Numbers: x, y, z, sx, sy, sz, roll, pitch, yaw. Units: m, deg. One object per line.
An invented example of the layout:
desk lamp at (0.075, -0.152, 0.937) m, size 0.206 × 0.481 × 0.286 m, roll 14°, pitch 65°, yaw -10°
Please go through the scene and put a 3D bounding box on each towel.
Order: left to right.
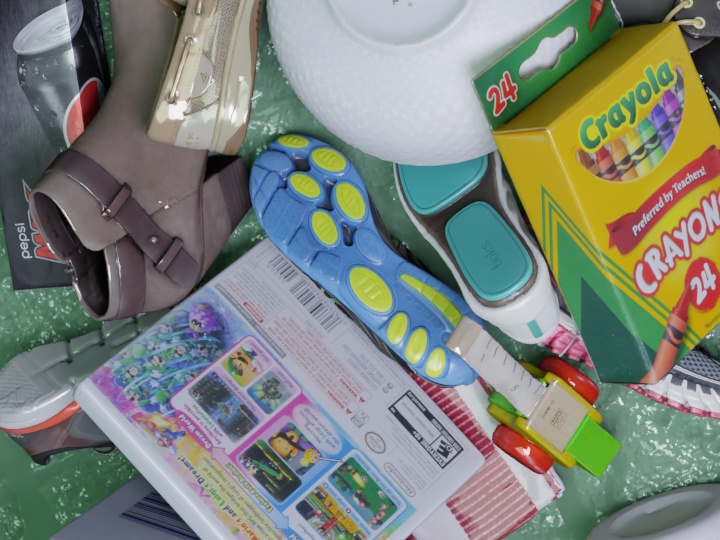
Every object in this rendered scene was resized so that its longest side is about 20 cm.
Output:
towel at (0.015, 0.136, 1.555) m, size 0.199 × 0.023 × 0.144 m, roll -35°, pitch 92°, yaw 17°

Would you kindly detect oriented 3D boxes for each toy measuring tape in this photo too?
toy measuring tape at (0.092, 0.071, 1.458) m, size 0.073 × 0.074 × 0.200 m, roll -31°, pitch 139°, yaw 18°

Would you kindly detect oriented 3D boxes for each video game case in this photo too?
video game case at (-0.047, 0.096, 1.471) m, size 0.200 × 0.182 × 0.024 m, roll 47°, pitch 144°, yaw 6°

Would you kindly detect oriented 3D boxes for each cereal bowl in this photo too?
cereal bowl at (0.033, -0.166, 1.411) m, size 0.198 × 0.083 × 0.202 m, roll -2°, pitch 81°, yaw 16°

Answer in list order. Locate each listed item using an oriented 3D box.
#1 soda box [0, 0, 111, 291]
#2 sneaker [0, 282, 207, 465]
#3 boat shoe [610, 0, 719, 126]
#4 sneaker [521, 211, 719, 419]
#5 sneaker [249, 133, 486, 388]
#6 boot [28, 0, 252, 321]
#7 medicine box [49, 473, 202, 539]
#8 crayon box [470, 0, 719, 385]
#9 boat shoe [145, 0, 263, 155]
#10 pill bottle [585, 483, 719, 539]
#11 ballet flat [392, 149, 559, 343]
soda box at (-0.194, -0.092, 1.525) m, size 0.070 × 0.063 × 0.202 m, roll -5°, pitch 103°, yaw 14°
sneaker at (-0.139, 0.072, 1.561) m, size 0.199 × 0.077 × 0.082 m, roll -17°, pitch 131°, yaw 10°
boat shoe at (0.199, -0.131, 1.425) m, size 0.072 × 0.061 × 0.202 m, roll -36°, pitch 93°, yaw 18°
sneaker at (0.168, 0.033, 1.464) m, size 0.199 × 0.081 × 0.075 m, roll 26°, pitch 92°, yaw 3°
sneaker at (0.001, 0.000, 1.495) m, size 0.071 × 0.083 × 0.200 m, roll -40°, pitch 77°, yaw -12°
boot at (-0.145, -0.074, 1.472) m, size 0.070 × 0.146 × 0.201 m, roll -13°, pitch 106°, yaw 48°
medicine box at (-0.118, 0.238, 1.509) m, size 0.102 × 0.182 × 0.201 m, roll 16°, pitch 113°, yaw 20°
crayon box at (0.152, -0.052, 1.379) m, size 0.051 × 0.127 × 0.201 m, roll 0°, pitch 122°, yaw 51°
boat shoe at (-0.091, -0.172, 1.446) m, size 0.064 × 0.071 × 0.202 m, roll 7°, pitch 80°, yaw -9°
pill bottle at (0.216, 0.242, 1.486) m, size 0.110 × 0.111 × 0.201 m, roll -17°, pitch 99°, yaw 16°
ballet flat at (0.070, -0.028, 1.441) m, size 0.069 × 0.201 × 0.070 m, roll -10°, pitch 133°, yaw -12°
